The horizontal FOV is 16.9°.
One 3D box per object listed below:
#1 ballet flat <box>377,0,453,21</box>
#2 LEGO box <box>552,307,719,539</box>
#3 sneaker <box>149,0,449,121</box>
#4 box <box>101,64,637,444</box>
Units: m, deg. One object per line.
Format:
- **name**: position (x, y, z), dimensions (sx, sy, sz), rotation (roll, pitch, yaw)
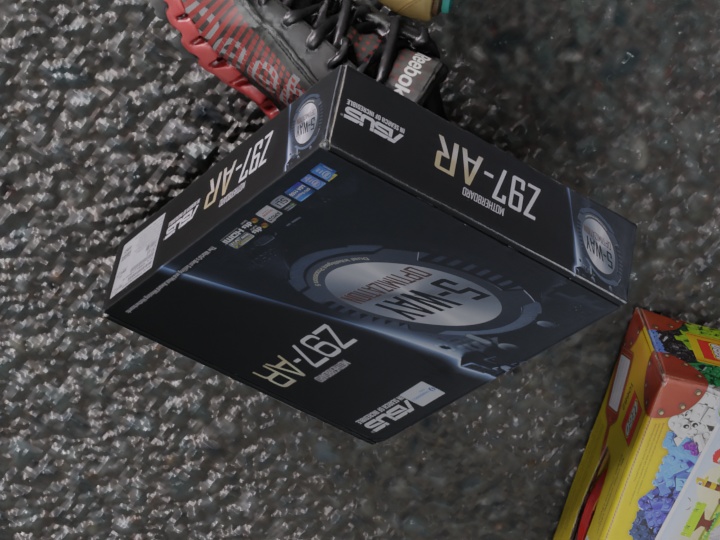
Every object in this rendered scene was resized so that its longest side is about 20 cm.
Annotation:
- **ballet flat**: position (0.037, -0.205, 1.051), dimensions (0.063, 0.069, 0.200), rotation (20, 112, 3)
- **LEGO box**: position (0.182, 0.135, 1.211), dimensions (0.149, 0.077, 0.200), rotation (12, 114, -10)
- **sneaker**: position (-0.017, -0.098, 1.077), dimensions (0.098, 0.071, 0.200), rotation (-13, 123, 41)
- **box**: position (0.000, 0.000, 1.089), dimensions (0.160, 0.044, 0.200), rotation (28, 145, -24)
